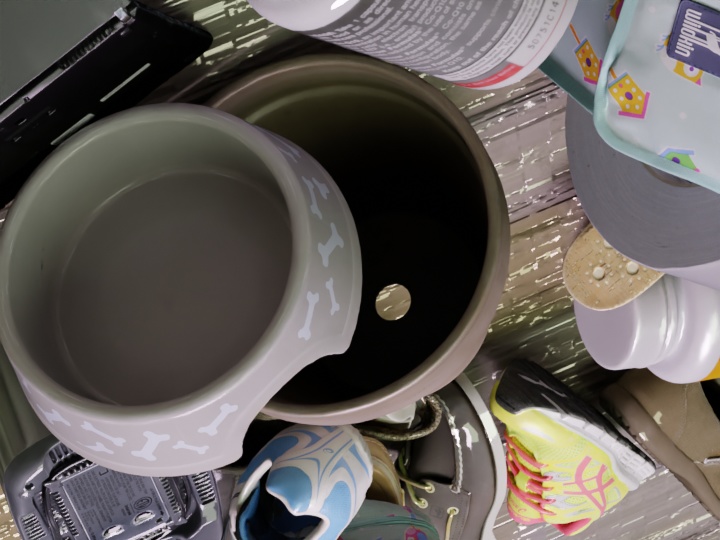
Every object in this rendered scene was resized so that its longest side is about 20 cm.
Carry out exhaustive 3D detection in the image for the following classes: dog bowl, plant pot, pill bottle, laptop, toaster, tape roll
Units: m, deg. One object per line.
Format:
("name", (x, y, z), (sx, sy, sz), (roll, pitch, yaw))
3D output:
("dog bowl", (-0.101, 0.003, 1.534), (0.200, 0.200, 0.059), (-32, 154, 4))
("plant pot", (0.000, 0.000, 1.640), (0.200, 0.200, 0.174), (-33, 159, 6))
("pill bottle", (0.008, -0.167, 1.489), (0.200, 0.114, 0.114), (14, 126, -43))
("laptop", (-0.197, -0.115, 1.504), (0.177, 0.103, 0.200), (-36, 169, 11))
("pill bottle", (0.238, 0.010, 1.853), (0.200, 0.109, 0.109), (-8, 139, -25))
("toaster", (-0.158, 0.088, 1.669), (0.113, 0.129, 0.200), (-26, 144, -5))
("tape roll", (0.209, -0.090, 1.639), (0.066, 0.200, 0.200), (16, 125, -43))

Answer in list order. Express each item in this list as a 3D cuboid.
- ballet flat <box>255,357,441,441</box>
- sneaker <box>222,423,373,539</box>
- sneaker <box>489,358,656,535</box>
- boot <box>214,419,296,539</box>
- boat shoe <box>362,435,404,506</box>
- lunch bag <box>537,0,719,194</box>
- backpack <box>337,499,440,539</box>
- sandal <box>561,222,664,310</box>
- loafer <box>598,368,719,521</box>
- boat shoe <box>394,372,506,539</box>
("ballet flat", (-0.023, 0.065, 1.774), (0.200, 0.075, 0.068), (18, 86, -45))
("sneaker", (-0.051, 0.148, 1.678), (0.072, 0.072, 0.200), (-32, 163, -31))
("sneaker", (0.125, 0.126, 1.920), (0.090, 0.078, 0.200), (-48, 147, 2))
("boot", (-0.118, 0.181, 1.855), (0.182, 0.073, 0.200), (-26, 153, -27))
("boat shoe", (-0.008, 0.145, 1.877), (0.074, 0.069, 0.200), (7, 151, 0))
("lunch bag", (0.178, -0.149, 1.528), (0.122, 0.200, 0.171), (-5, 127, -30))
("backpack", (-0.026, 0.228, 1.815), (0.167, 0.127, 0.200), (6, 148, -44))
("sandal", (0.198, -0.058, 1.733), (0.212, 0.078, 0.070), (-49, 177, 7))
("loafer", (0.230, 0.111, 1.994), (0.067, 0.076, 0.200), (-44, 148, 5))
("boat shoe", (0.052, 0.140, 1.917), (0.060, 0.072, 0.202), (-21, 146, -16))
